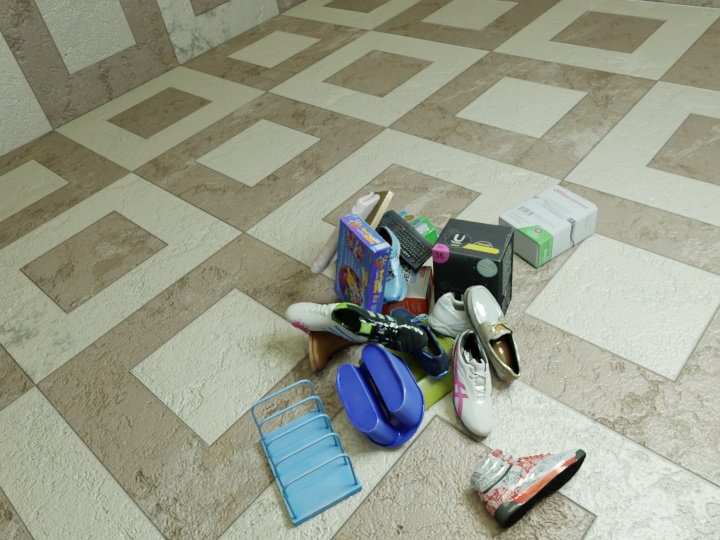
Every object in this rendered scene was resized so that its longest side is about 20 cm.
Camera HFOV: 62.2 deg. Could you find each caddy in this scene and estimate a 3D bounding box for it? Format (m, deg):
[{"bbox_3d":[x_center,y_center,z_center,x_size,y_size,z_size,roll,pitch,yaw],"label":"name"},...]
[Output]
[{"bbox_3d":[0.040,0.243,1.166,0.141,0.105,0.201,-39,47,9],"label":"caddy"}]

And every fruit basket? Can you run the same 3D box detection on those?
[{"bbox_3d":[0.101,-0.095,1.546,0.184,0.095,0.199,-31,41,-20],"label":"fruit basket"}]

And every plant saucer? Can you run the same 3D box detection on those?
[{"bbox_3d":[0.124,0.181,1.263,0.198,0.048,0.199,-31,44,-20],"label":"plant saucer"}]

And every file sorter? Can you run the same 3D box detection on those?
[{"bbox_3d":[-0.106,0.325,1.101,0.137,0.124,0.200,-23,41,-14],"label":"file sorter"}]

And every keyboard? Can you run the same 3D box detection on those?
[{"bbox_3d":[0.082,-0.062,1.442,0.127,0.021,0.200,-44,49,0],"label":"keyboard"}]

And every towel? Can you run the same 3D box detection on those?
[{"bbox_3d":[-0.034,-0.093,1.396,0.032,0.201,0.191,36,18,2],"label":"towel"}]

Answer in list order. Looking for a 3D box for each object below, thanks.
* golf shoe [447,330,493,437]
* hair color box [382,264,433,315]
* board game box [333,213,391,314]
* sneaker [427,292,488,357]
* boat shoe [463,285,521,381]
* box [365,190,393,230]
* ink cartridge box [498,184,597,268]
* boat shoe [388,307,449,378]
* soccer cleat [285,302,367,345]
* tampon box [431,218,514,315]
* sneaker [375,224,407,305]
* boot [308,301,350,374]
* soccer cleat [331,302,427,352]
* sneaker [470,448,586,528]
[{"bbox_3d":[0.213,0.214,1.142,0.071,0.093,0.203,-4,61,-9],"label":"golf shoe"},{"bbox_3d":[0.069,0.043,1.420,0.196,0.065,0.112,1,43,16],"label":"hair color box"},{"bbox_3d":[0.000,0.000,1.290,0.044,0.202,0.135,-18,44,-28],"label":"board game box"},{"bbox_3d":[0.242,0.117,1.248,0.198,0.081,0.070,25,26,8],"label":"sneaker"},{"bbox_3d":[0.271,0.121,1.189,0.074,0.068,0.203,-23,85,-13],"label":"boat shoe"},{"bbox_3d":[0.004,-0.107,1.503,0.202,0.021,0.163,-61,18,-5],"label":"box"},{"bbox_3d":[0.465,-0.114,1.483,0.198,0.085,0.146,-28,43,-17],"label":"ink cartridge box"},{"bbox_3d":[0.124,0.131,1.229,0.083,0.069,0.200,-29,44,-19],"label":"boat shoe"},{"bbox_3d":[-0.066,0.095,1.272,0.197,0.087,0.070,14,49,9],"label":"soccer cleat"},{"bbox_3d":[0.246,0.012,1.300,0.148,0.203,0.127,10,40,24],"label":"tampon box"},{"bbox_3d":[0.053,-0.015,1.355,0.077,0.090,0.203,-15,57,11],"label":"sneaker"},{"bbox_3d":[-0.031,0.148,1.331,0.152,0.078,0.201,2,35,9],"label":"boot"},{"bbox_3d":[0.033,0.115,1.165,0.197,0.069,0.081,18,8,15],"label":"soccer cleat"},{"bbox_3d":[0.285,0.339,1.031,0.199,0.068,0.108,-30,46,-16],"label":"sneaker"}]
